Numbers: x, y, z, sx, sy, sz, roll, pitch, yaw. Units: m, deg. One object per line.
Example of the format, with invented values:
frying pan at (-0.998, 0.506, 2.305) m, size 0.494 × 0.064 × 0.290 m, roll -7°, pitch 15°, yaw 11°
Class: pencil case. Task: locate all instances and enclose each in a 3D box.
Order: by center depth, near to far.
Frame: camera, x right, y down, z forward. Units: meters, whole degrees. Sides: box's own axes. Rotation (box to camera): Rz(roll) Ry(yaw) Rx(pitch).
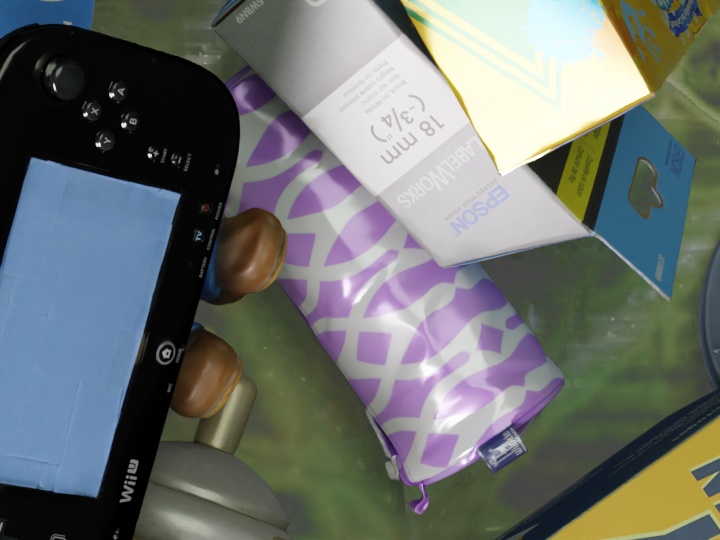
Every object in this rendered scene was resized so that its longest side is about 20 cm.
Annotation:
pencil case at (0.000, 0.000, 1.017) m, size 0.085 × 0.084 × 0.200 m, roll -36°, pitch 85°, yaw 4°

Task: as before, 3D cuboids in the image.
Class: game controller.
game controller at (-0.104, 0.019, 0.838) m, size 0.104 × 0.042 × 0.200 m, roll 14°, pitch 93°, yaw -30°

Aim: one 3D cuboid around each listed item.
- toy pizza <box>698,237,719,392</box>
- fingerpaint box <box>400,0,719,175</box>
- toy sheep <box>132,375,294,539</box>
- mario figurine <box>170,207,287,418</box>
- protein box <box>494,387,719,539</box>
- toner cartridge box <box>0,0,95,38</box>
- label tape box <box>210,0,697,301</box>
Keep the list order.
toy pizza at (0.241, 0.009, 1.044) m, size 0.200 × 0.032 × 0.200 m, roll -16°, pitch 50°, yaw 20°
fingerpaint box at (0.066, -0.149, 0.958) m, size 0.073 × 0.200 × 0.167 m, roll -27°, pitch 99°, yaw 25°
toy sheep at (-0.074, 0.136, 0.936) m, size 0.138 × 0.138 × 0.200 m, roll 21°, pitch 77°, yaw -8°
mario figurine at (-0.121, -0.020, 0.874) m, size 0.200 × 0.106 × 0.124 m, roll 25°, pitch 38°, yaw -23°
protein box at (0.116, 0.143, 0.942) m, size 0.198 × 0.200 × 0.135 m, roll -33°, pitch 86°, yaw -19°
toner cartridge box at (-0.153, -0.122, 0.992) m, size 0.095 × 0.043 × 0.200 m, roll 10°, pitch 54°, yaw -10°
label tape box at (0.043, -0.071, 1.005) m, size 0.200 × 0.063 × 0.144 m, roll 46°, pitch 27°, yaw -11°
